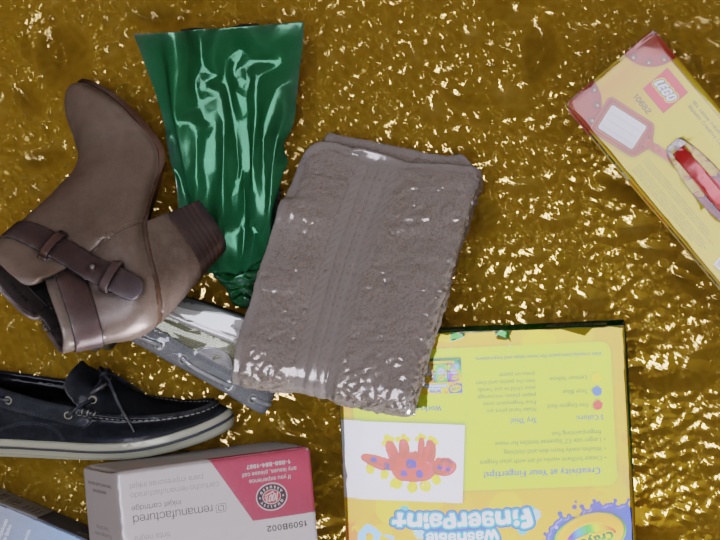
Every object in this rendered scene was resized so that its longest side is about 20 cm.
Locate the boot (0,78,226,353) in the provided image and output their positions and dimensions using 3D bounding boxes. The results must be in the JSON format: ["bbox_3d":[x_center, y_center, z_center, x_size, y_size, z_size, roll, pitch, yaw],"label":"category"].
[{"bbox_3d":[-0.194,-0.035,1.663,0.146,0.070,0.200,-29,59,-26],"label":"boot"}]

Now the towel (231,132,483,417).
[{"bbox_3d":[0.000,0.000,1.666,0.132,0.035,0.200,10,65,14],"label":"towel"}]

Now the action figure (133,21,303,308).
[{"bbox_3d":[-0.092,-0.072,1.710,0.118,0.055,0.201,-3,99,4],"label":"action figure"}]

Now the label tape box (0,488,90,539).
[{"bbox_3d":[-0.294,0.221,1.737,0.200,0.063,0.145,23,93,4],"label":"label tape box"}]

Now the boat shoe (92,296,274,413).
[{"bbox_3d":[-0.151,0.044,1.712,0.201,0.074,0.065,16,90,-2],"label":"boat shoe"}]

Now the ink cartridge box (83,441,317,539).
[{"bbox_3d":[-0.103,0.226,1.684,0.146,0.083,0.201,-6,92,-22],"label":"ink cartridge box"}]

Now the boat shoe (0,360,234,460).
[{"bbox_3d":[-0.188,0.097,1.718,0.199,0.075,0.062,0,99,11],"label":"boat shoe"}]

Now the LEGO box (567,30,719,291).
[{"bbox_3d":[0.230,-0.058,1.629,0.077,0.149,0.200,-40,88,6],"label":"LEGO box"}]

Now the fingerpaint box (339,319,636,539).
[{"bbox_3d":[0.089,0.122,1.689,0.199,0.073,0.167,-3,91,7],"label":"fingerpaint box"}]
